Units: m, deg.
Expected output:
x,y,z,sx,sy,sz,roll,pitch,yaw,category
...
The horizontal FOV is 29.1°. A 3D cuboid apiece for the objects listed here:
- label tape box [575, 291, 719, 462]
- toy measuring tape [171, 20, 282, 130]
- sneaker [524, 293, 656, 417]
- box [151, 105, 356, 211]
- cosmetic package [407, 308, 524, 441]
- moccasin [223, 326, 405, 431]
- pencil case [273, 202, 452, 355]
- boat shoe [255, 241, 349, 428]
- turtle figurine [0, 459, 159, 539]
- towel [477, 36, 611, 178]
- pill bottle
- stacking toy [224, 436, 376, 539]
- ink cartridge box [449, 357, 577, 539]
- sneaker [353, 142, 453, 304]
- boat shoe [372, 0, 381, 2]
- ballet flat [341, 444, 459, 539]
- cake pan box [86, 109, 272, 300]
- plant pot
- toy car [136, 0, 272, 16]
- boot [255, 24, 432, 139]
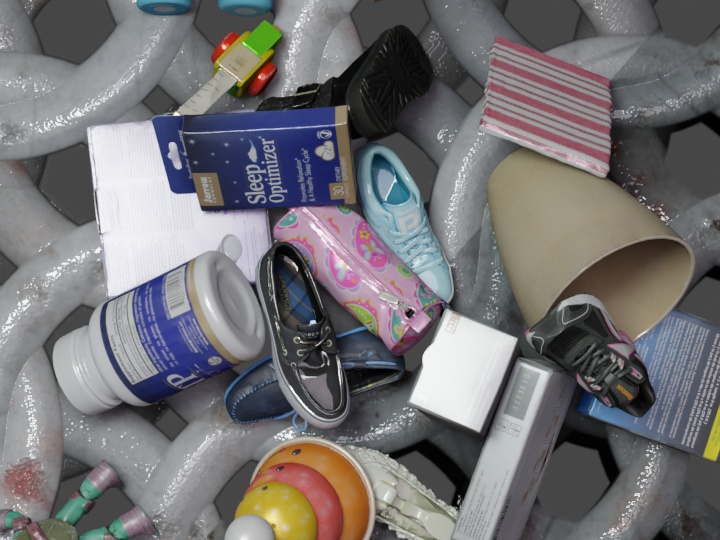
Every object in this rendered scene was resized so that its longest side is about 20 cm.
x,y,z,sx,sy,sz,roll,pitch,yaw,category
0.358,0.125,1.536,0.199,0.063,0.145,21,84,-4,label tape box
-0.145,-0.199,1.484,0.073,0.074,0.200,39,54,-2,toy measuring tape
0.246,0.091,1.393,0.080,0.200,0.086,-46,50,17,sneaker
-0.107,-0.112,1.416,0.199,0.121,0.033,-2,52,4,box
0.113,0.114,1.438,0.090,0.200,0.107,22,86,9,cosmetic package
-0.047,0.117,1.477,0.199,0.081,0.068,-24,49,-6,moccasin
0.000,0.000,1.474,0.087,0.087,0.200,-43,75,-7,pencil case
-0.056,0.062,1.425,0.070,0.066,0.201,-10,71,-18,boat shoe
-0.318,0.294,1.439,0.200,0.101,0.150,-36,90,-13,turtle figurine
0.200,-0.176,1.495,0.146,0.200,0.030,20,128,-4,towel
-0.210,0.071,1.429,0.199,0.120,0.120,-25,89,17,pill bottle
-0.078,0.253,1.398,0.145,0.200,0.147,1,93,19,stacking toy
0.166,0.192,1.457,0.043,0.173,0.201,20,92,18,ink cartridge box
0.044,-0.046,1.505,0.074,0.082,0.201,-29,89,-6,sneaker
0.084,-0.368,1.540,0.199,0.070,0.071,-32,97,-16,boat shoe
0.048,0.250,1.494,0.199,0.072,0.072,31,83,-2,ballet flat
-0.194,-0.074,1.498,0.183,0.052,0.201,-8,87,-9,cake pan box
0.220,-0.036,1.469,0.187,0.188,0.200,-26,55,-7,plant pot
-0.163,-0.380,1.447,0.176,0.200,0.186,1,86,-6,toy car
-0.023,-0.186,1.504,0.157,0.211,0.080,-19,108,33,boot
